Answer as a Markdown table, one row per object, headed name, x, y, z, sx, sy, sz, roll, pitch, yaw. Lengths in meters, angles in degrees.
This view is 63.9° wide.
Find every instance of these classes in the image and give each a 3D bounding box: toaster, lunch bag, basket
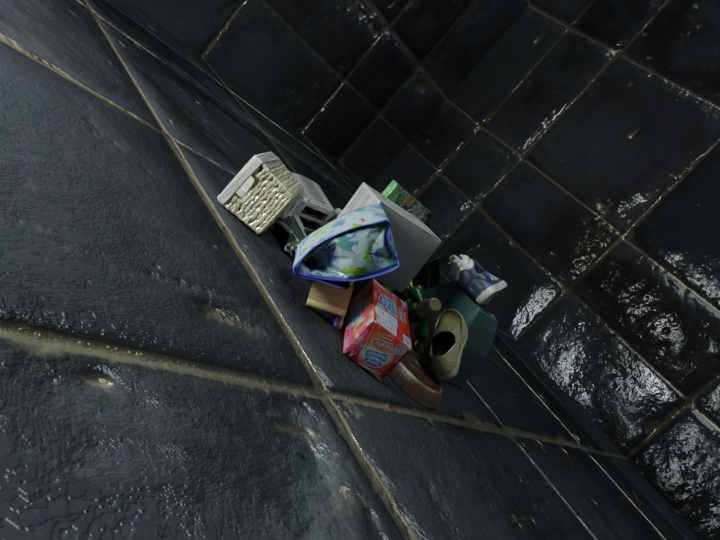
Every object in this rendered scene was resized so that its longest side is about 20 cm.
| name | x | y | z | sx | sy | sz | roll | pitch | yaw |
| --- | --- | --- | --- | --- | --- | --- | --- | --- | --- |
| toaster | -0.164 | -0.182 | 1.562 | 0.200 | 0.114 | 0.129 | 19 | 28 | -54 |
| lunch bag | -0.033 | -0.043 | 1.137 | 0.170 | 0.199 | 0.128 | -101 | 177 | -75 |
| basket | -0.218 | -0.179 | 1.318 | 0.123 | 0.136 | 0.200 | 43 | 12 | -8 |

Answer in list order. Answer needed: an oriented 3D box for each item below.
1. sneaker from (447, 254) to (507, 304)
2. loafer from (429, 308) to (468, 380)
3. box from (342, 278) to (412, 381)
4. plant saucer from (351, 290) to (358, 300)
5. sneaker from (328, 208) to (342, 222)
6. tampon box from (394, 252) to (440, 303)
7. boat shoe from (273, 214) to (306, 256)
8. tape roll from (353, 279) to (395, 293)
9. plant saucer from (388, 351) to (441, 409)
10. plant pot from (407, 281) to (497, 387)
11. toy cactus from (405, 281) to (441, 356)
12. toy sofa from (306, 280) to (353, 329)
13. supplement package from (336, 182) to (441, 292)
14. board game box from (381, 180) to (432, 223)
| name | x | y | z | sx | sy | sz | roll | pitch | yaw |
| --- | --- | --- | --- | --- | --- | --- | --- | --- | --- |
| sneaker | 0.291 | 0.011 | 1.469 | 0.147 | 0.081 | 0.200 | 50 | 19 | 14 |
| loafer | 0.200 | 0.155 | 1.315 | 0.200 | 0.075 | 0.068 | -75 | 149 | -47 |
| box | 0.033 | 0.113 | 1.162 | 0.100 | 0.096 | 0.200 | 38 | 18 | -14 |
| plant saucer | -0.035 | 0.010 | 1.495 | 0.200 | 0.037 | 0.200 | 50 | 14 | 31 |
| sneaker | -0.042 | -0.128 | 1.603 | 0.077 | 0.086 | 0.200 | 28 | 26 | -21 |
| tampon box | 0.108 | -0.002 | 1.580 | 0.200 | 0.126 | 0.150 | 42 | -31 | 45 |
| boat shoe | -0.149 | -0.052 | 1.332 | 0.061 | 0.073 | 0.200 | -11 | 47 | -19 |
| tape roll | 0.000 | 0.000 | 1.439 | 0.200 | 0.048 | 0.201 | 40 | 12 | -10 |
| plant saucer | 0.109 | 0.214 | 1.255 | 0.200 | 0.035 | 0.200 | 41 | 13 | -11 |
| plant pot | 0.232 | 0.148 | 1.486 | 0.196 | 0.200 | 0.197 | 31 | 17 | -47 |
| toy cactus | 0.128 | 0.096 | 1.354 | 0.102 | 0.165 | 0.201 | 9 | 69 | -20 |
| toy sofa | -0.061 | 0.043 | 1.224 | 0.082 | 0.098 | 0.200 | 18 | 14 | -2 |
| supplement package | 0.051 | -0.071 | 1.311 | 0.200 | 0.156 | 0.111 | 29 | 15 | -33 |
| board game box | 0.061 | -0.100 | 1.384 | 0.134 | 0.200 | 0.029 | 35 | 12 | -34 |
